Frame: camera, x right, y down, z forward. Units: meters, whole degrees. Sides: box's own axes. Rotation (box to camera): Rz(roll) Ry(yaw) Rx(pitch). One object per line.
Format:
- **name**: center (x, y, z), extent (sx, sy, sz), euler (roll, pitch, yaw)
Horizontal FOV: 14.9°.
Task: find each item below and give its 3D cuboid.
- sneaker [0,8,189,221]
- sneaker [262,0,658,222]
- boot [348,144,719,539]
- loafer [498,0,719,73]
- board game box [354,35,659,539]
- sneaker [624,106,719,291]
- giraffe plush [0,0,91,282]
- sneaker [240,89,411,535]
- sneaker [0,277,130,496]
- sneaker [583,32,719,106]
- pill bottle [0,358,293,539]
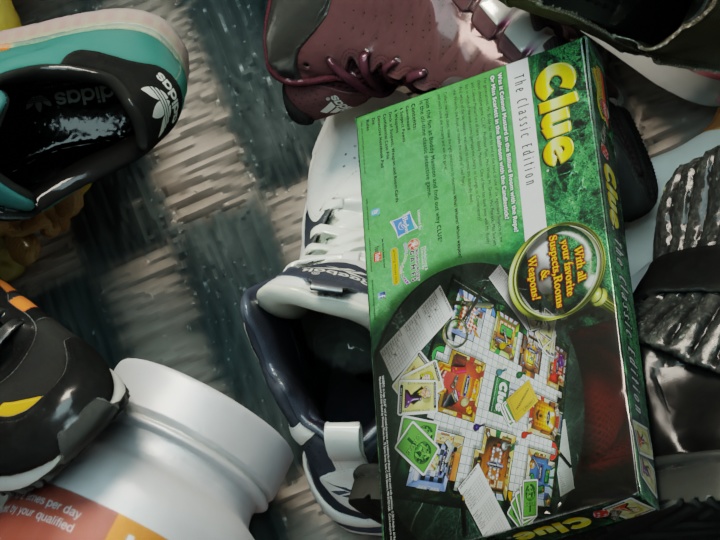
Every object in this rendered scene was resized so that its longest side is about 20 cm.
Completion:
- **sneaker**: center (-0.168, -0.054, 1.117), extent (0.199, 0.080, 0.072), euler (-16, 111, 9)
- **sneaker**: center (0.031, -0.078, 1.151), extent (0.115, 0.076, 0.200), euler (-38, 74, 13)
- **boot**: center (0.101, 0.033, 1.067), extent (0.210, 0.079, 0.159), euler (-4, 62, 31)
- **loafer**: center (0.126, -0.109, 1.093), extent (0.070, 0.199, 0.076), euler (57, 132, 52)
- **board game box**: center (0.052, 0.012, 1.043), extent (0.104, 0.023, 0.201), euler (-19, 55, 24)
- **sneaker**: center (0.108, 0.010, 1.163), extent (0.200, 0.073, 0.085), euler (-40, 42, -1)
- **giraffe plush**: center (-0.170, -0.092, 1.210), extent (0.162, 0.173, 0.200), euler (42, 71, 0)
- **sneaker**: center (0.000, 0.000, 1.143), extent (0.079, 0.130, 0.200), euler (4, 71, 11)
- **sneaker**: center (-0.169, 0.028, 1.135), extent (0.070, 0.090, 0.200), euler (-45, 27, -12)
- **sneaker**: center (0.100, -0.164, 1.188), extent (0.200, 0.105, 0.075), euler (33, 35, 15)
- **pill bottle**: center (-0.109, 0.143, 1.120), extent (0.112, 0.112, 0.201), euler (22, 73, 18)
